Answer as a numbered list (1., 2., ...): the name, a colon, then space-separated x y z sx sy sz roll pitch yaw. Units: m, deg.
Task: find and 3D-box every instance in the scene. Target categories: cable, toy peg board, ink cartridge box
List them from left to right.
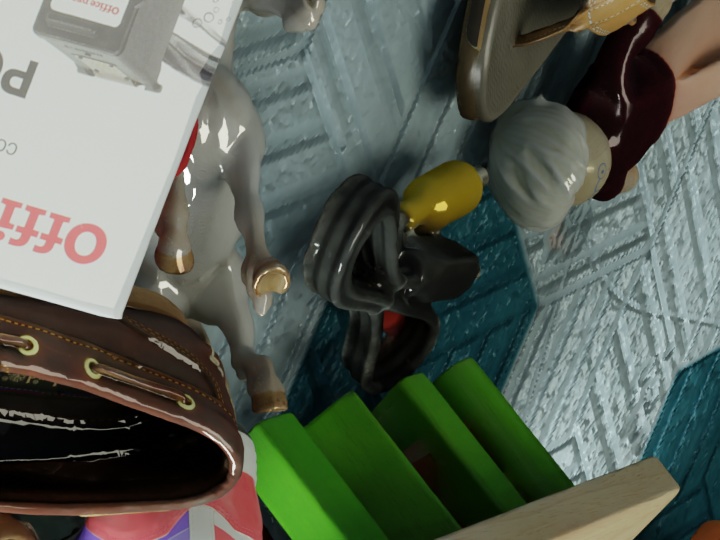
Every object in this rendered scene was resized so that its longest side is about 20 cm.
1. ink cartridge box: -0.106 -0.101 0.783 0.145 0.083 0.201 17 98 -34
2. toy peg board: -0.007 0.131 1.136 0.200 0.098 0.199 -13 149 -53
3. cable: 0.000 0.000 1.074 0.097 0.050 0.200 -58 163 10

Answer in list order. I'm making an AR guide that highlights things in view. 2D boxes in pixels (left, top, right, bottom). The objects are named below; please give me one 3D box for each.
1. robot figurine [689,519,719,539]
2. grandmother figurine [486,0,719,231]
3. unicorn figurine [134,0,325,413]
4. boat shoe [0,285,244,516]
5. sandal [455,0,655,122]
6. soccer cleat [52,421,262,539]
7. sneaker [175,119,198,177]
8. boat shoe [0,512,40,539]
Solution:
1. robot figurine: 0.153 0.224 1.431 0.200 0.117 0.144 -53 -168 -20
2. grandmother figurine: 0.123 -0.077 1.226 0.200 0.060 0.122 -37 137 -42
3. unicorn figurine: -0.050 -0.029 0.965 0.073 0.138 0.200 12 130 -22
4. boat shoe: -0.127 0.038 0.839 0.199 0.070 0.071 1 130 -28
5. sandal: 0.106 -0.132 1.162 0.200 0.054 0.082 -41 142 -35
6. soccer cleat: -0.075 0.120 0.983 0.200 0.068 0.074 118 -30 -60
7. sneaker: -0.096 -0.036 0.888 0.077 0.085 0.201 5 107 -57
8. boat shoe: -0.130 0.142 0.972 0.076 0.074 0.201 -47 145 -27
